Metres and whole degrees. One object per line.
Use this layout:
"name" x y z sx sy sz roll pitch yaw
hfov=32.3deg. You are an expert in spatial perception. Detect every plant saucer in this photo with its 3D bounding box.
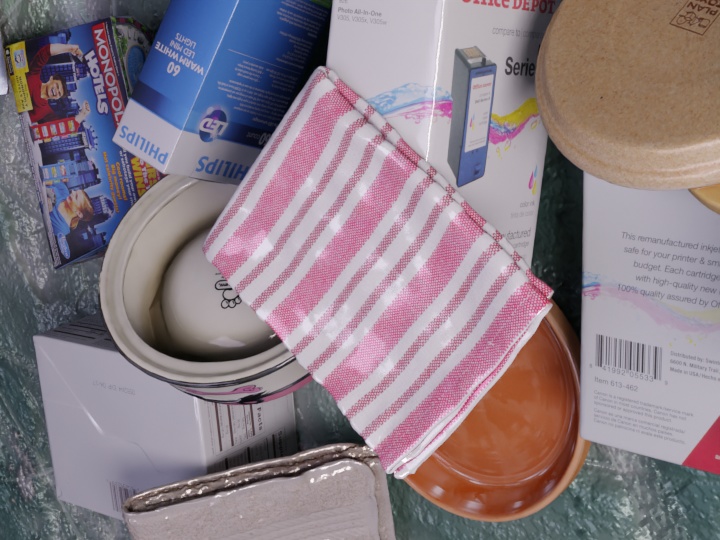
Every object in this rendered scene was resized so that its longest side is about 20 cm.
"plant saucer" 0.079 0.081 0.892 0.200 0.032 0.201 13 111 37

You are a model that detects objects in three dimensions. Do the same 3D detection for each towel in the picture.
"towel" 0.000 0.000 0.705 0.200 0.030 0.147 47 118 20
"towel" -0.071 0.205 0.955 0.035 0.199 0.133 -111 9 -57

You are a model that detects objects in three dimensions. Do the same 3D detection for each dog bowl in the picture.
"dog bowl" -0.086 0.010 0.914 0.200 0.200 0.074 31 161 29

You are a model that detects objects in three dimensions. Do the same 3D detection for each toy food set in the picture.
"toy food set" 0.188 -0.123 0.657 0.200 0.049 0.198 14 69 41

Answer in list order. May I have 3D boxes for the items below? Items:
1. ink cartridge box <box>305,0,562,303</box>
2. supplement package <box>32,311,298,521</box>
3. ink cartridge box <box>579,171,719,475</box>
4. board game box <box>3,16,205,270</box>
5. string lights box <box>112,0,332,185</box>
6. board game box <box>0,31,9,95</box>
"ink cartridge box" 0.048 -0.091 0.766 0.087 0.145 0.201 12 102 34
"supplement package" -0.163 0.126 1.057 0.199 0.111 0.156 7 109 39
"ink cartridge box" 0.210 0.010 0.723 0.145 0.083 0.201 12 111 37
"board game box" -0.197 -0.107 1.042 0.199 0.062 0.201 -3 102 39
"string lights box" -0.083 -0.162 0.861 0.059 0.103 0.201 32 103 29
"board game box" -0.345 -0.259 1.092 0.135 0.034 0.201 -148 51 -66
